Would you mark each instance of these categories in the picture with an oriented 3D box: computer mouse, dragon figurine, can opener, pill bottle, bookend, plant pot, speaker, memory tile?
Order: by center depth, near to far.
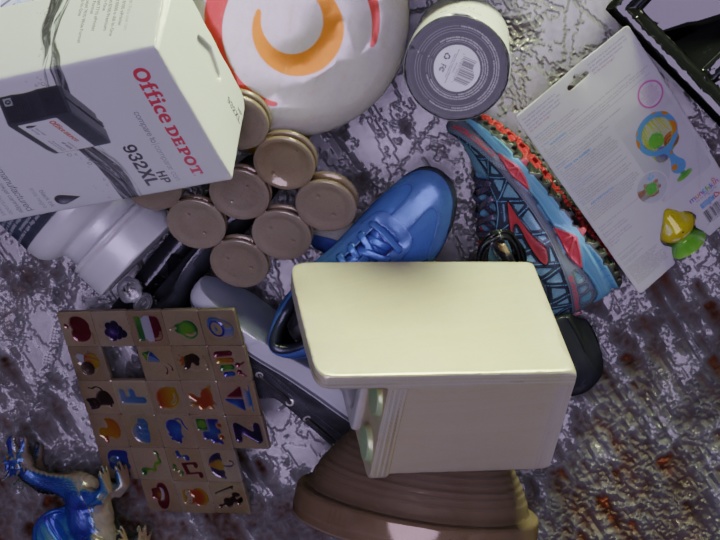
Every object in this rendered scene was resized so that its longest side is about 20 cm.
[{"bbox_3d":[0.078,-0.171,1.426,0.081,0.200,0.081,1,103,3],"label":"speaker"},{"bbox_3d":[-0.112,-0.080,1.435,0.153,0.017,0.200,-33,115,31],"label":"memory tile"},{"bbox_3d":[0.337,-0.210,1.457,0.199,0.092,0.200,-44,94,8],"label":"bookend"},{"bbox_3d":[0.049,0.166,1.474,0.200,0.201,0.093,8,95,3],"label":"plant pot"},{"bbox_3d":[0.147,0.041,1.482,0.059,0.034,0.200,-27,130,14],"label":"computer mouse"},{"bbox_3d":[-0.255,-0.079,1.501,0.200,0.120,0.120,45,98,-2],"label":"pill bottle"},{"bbox_3d":[-0.142,-0.016,1.537,0.063,0.079,0.200,36,93,25],"label":"can opener"},{"bbox_3d":[-0.240,0.226,1.558,0.099,0.059,0.201,-22,86,19],"label":"dragon figurine"}]

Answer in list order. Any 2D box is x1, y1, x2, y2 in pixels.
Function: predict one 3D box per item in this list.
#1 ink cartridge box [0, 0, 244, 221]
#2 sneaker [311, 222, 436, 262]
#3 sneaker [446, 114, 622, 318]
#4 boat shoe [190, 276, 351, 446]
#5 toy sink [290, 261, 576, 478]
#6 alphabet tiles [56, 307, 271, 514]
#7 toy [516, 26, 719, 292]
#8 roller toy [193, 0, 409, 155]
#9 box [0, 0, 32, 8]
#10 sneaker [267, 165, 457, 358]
[{"bbox_3d":[-0.205,-0.124,1.336,0.199,0.084,0.145,-9,139,17],"label":"ink cartridge box"},{"bbox_3d":[0.028,0.038,1.518,0.200,0.077,0.111,26,89,-6],"label":"sneaker"},{"bbox_3d":[0.125,-0.042,1.502,0.095,0.079,0.200,-38,93,10],"label":"sneaker"},{"bbox_3d":[-0.071,0.084,1.529,0.200,0.070,0.066,35,112,-20],"label":"boat shoe"},{"bbox_3d":[0.045,0.077,1.393,0.199,0.131,0.112,-1,130,-15],"label":"toy sink"},{"bbox_3d":[-0.158,0.120,1.531,0.167,0.008,0.201,-1,118,22],"label":"alphabet tiles"},{"bbox_3d":[0.216,-0.091,1.481,0.115,0.047,0.200,-40,114,-2],"label":"toy"},{"bbox_3d":[-0.054,-0.204,1.461,0.182,0.140,0.200,-30,104,2],"label":"roller toy"},{"bbox_3d":[-0.216,-0.269,1.433,0.176,0.200,0.097,-36,94,7],"label":"box"},{"bbox_3d":[0.000,0.000,1.442,0.066,0.078,0.200,47,113,8],"label":"sneaker"}]
